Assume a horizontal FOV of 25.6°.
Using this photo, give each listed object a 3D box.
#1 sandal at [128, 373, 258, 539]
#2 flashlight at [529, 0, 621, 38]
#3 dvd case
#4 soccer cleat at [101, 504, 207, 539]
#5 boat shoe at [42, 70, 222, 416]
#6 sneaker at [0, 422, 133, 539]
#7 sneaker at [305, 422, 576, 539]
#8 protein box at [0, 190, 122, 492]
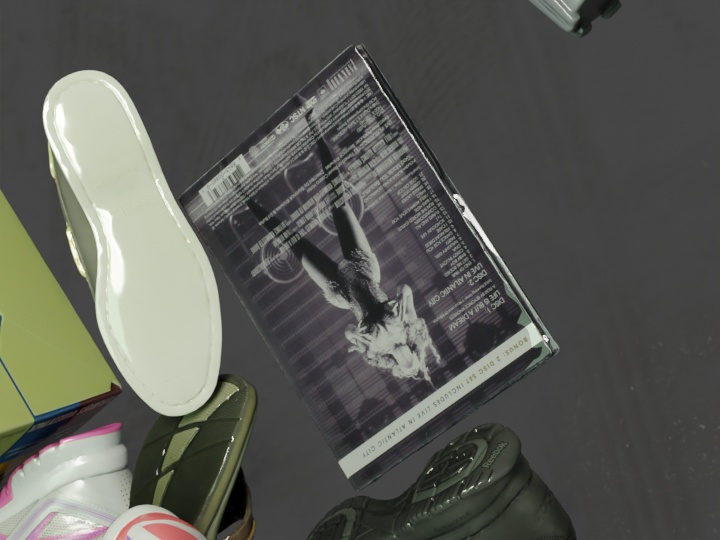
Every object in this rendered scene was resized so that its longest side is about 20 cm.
[{"bbox_3d":[-0.097,0.160,0.928,0.079,0.057,0.204,9,86,45],"label":"sandal"},{"bbox_3d":[0.051,-0.199,0.796,0.200,0.068,0.068,47,114,15],"label":"flashlight"},{"bbox_3d":[0.000,0.000,0.880,0.148,0.016,0.201,-37,79,26],"label":"dvd case"},{"bbox_3d":[-0.064,0.212,0.857,0.201,0.068,0.073,54,162,-18],"label":"soccer cleat"},{"bbox_3d":[-0.132,-0.015,0.924,0.071,0.060,0.204,-19,92,-12],"label":"boat shoe"},{"bbox_3d":[-0.207,0.178,0.978,0.199,0.081,0.089,-36,79,28],"label":"sneaker"},{"bbox_3d":[0.031,0.162,0.856,0.091,0.076,0.199,46,131,-13],"label":"sneaker"},{"bbox_3d":[-0.296,0.058,0.977,0.199,0.135,0.200,-38,79,26],"label":"protein box"}]
